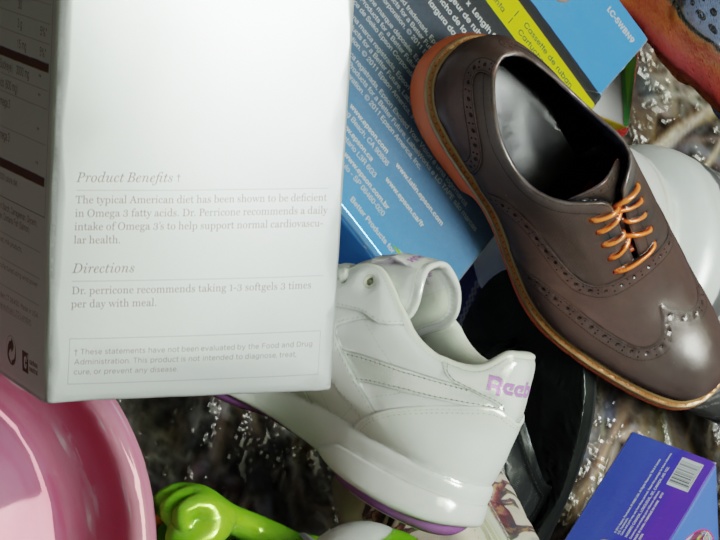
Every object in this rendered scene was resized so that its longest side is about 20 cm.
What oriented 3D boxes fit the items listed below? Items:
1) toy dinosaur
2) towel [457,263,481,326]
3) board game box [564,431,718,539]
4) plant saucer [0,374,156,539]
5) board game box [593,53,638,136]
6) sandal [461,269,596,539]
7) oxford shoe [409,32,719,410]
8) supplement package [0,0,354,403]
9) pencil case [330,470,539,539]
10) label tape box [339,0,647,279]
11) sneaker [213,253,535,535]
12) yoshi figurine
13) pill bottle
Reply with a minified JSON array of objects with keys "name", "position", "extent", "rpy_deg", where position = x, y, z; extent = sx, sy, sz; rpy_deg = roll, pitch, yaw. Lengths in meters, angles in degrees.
[{"name":"toy dinosaur","position":[0.173,-0.087,1.429],"extent":[0.200,0.105,0.182],"rpy_deg":[-7,63,-11]},{"name":"towel","position":[0.000,0.000,1.373],"extent":[0.200,0.024,0.145],"rpy_deg":[43,58,-32]},{"name":"board game box","position":[0.103,0.193,1.380],"extent":[0.200,0.045,0.134],"rpy_deg":[-54,152,-31]},{"name":"plant saucer","position":[-0.179,0.104,1.156],"extent":[0.200,0.051,0.201],"rpy_deg":[7,74,-26]},{"name":"board game box","position":[0.071,-0.134,1.445],"extent":[0.200,0.030,0.096],"rpy_deg":[19,73,-41]},{"name":"sandal","position":[0.055,0.098,1.340],"extent":[0.048,0.075,0.200],"rpy_deg":[7,98,-55]},{"name":"oxford shoe","position":[0.098,-0.016,1.285],"extent":[0.071,0.073,0.200],"rpy_deg":[-45,106,-14]},{"name":"supplement package","position":[-0.079,-0.061,1.114],"extent":[0.117,0.117,0.200],"rpy_deg":[-1,101,-25]},{"name":"pencil case","position":[0.055,0.150,1.257],"extent":[0.078,0.089,0.200],"rpy_deg":[-6,62,-39]},{"name":"label tape box","position":[0.021,-0.089,1.337],"extent":[0.144,0.063,0.200],"rpy_deg":[52,55,-18]},{"name":"sneaker","position":[-0.012,0.024,1.231],"extent":[0.075,0.200,0.100],"rpy_deg":[5,114,-63]},{"name":"yoshi figurine","position":[-0.040,0.144,1.198],"extent":[0.112,0.200,0.112],"rpy_deg":[30,67,-36]},{"name":"pill bottle","position":[0.153,0.006,1.433],"extent":[0.200,0.113,0.113],"rpy_deg":[23,70,-44]}]
